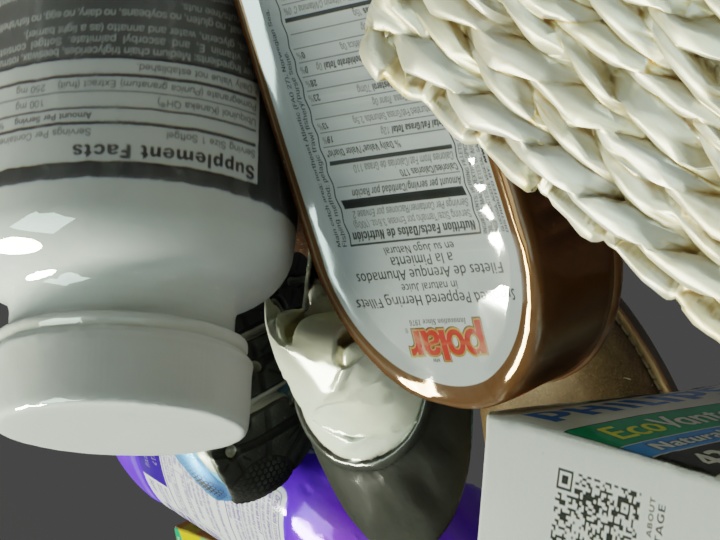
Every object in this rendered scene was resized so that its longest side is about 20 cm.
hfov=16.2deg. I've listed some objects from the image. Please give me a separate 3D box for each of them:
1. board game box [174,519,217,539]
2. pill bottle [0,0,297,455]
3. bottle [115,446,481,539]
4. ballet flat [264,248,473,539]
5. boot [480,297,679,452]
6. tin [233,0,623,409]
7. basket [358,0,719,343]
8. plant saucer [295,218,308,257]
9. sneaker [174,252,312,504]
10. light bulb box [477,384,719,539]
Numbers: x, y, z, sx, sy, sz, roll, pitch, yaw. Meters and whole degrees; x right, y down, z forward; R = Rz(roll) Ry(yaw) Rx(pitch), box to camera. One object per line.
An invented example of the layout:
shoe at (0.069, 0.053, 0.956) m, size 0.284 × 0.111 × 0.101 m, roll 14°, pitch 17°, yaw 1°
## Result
board game box at (0.000, 0.164, 1.020) m, size 0.200 × 0.030 × 0.096 m, roll 10°, pitch 117°, yaw 46°
pill bottle at (-0.075, -0.046, 0.818) m, size 0.111 × 0.110 × 0.201 m, roll -21°, pitch 64°, yaw 54°
bottle at (-0.009, 0.087, 0.948) m, size 0.200 × 0.065 × 0.084 m, roll 28°, pitch 150°, yaw 34°
ballet flat at (0.000, 0.000, 0.854) m, size 0.068 × 0.068 × 0.201 m, roll 6°, pitch 98°, yaw 35°
boot at (0.071, 0.097, 0.831) m, size 0.073 × 0.075 × 0.201 m, roll -8°, pitch 94°, yaw 29°
tin at (0.014, -0.055, 0.754) m, size 0.112 × 0.042 × 0.201 m, roll -3°, pitch 107°, yaw 57°
basket at (0.137, -0.087, 0.532) m, size 0.198 × 0.200 × 0.161 m, roll 39°, pitch 135°, yaw 23°
plant saucer at (-0.081, -0.064, 0.997) m, size 0.200 × 0.034 × 0.201 m, roll 26°, pitch 126°, yaw 42°
sneaker at (-0.079, 0.004, 0.943) m, size 0.200 × 0.078 × 0.090 m, roll 60°, pitch 143°, yaw 25°
light bulb box at (0.138, 0.147, 0.716) m, size 0.200 × 0.124 × 0.199 m, roll 15°, pitch 104°, yaw 48°
